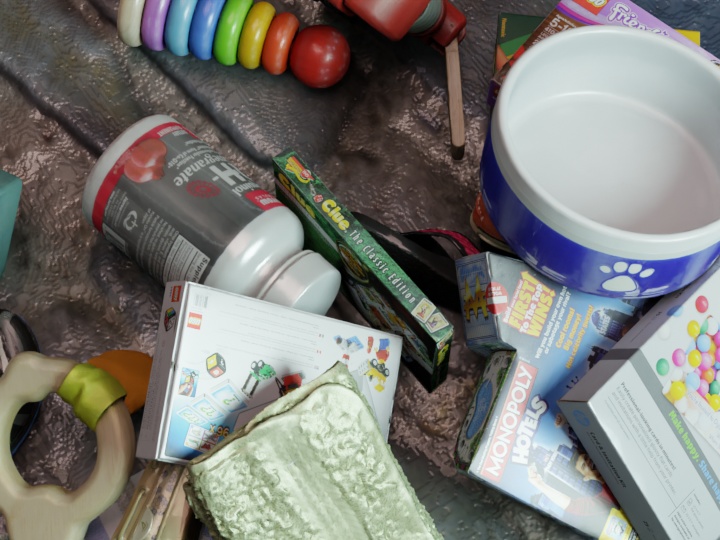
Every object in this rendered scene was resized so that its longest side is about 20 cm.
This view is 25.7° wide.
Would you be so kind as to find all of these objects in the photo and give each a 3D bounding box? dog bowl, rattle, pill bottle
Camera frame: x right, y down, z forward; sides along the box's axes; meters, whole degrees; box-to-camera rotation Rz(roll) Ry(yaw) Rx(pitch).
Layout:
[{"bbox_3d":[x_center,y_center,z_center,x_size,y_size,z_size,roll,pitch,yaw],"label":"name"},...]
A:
[{"bbox_3d":[0.190,-0.081,1.164,0.199,0.079,0.201,5,55,-7],"label":"dog bowl"},{"bbox_3d":[-0.229,0.161,1.197,0.129,0.143,0.201,10,94,-4],"label":"rattle"},{"bbox_3d":[-0.115,-0.025,1.251,0.200,0.111,0.111,38,71,17],"label":"pill bottle"}]

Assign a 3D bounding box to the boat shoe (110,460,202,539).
[{"bbox_3d":[-0.141,0.144,1.170,0.062,0.073,0.201,11,64,8],"label":"boat shoe"}]

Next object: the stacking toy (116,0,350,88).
[{"bbox_3d":[-0.103,-0.210,1.359,0.199,0.085,0.086,17,66,4],"label":"stacking toy"}]

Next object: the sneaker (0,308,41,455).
[{"bbox_3d":[-0.299,0.118,1.200,0.070,0.083,0.201,14,65,12],"label":"sneaker"}]

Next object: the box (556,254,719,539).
[{"bbox_3d":[0.255,0.096,1.170,0.200,0.041,0.156,-40,108,-27],"label":"box"}]

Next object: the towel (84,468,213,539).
[{"bbox_3d":[-0.121,0.203,1.192,0.199,0.024,0.147,-28,67,-12],"label":"towel"}]

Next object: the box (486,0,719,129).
[{"bbox_3d":[0.221,-0.135,1.274,0.200,0.039,0.137,36,68,13],"label":"box"}]

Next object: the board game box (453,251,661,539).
[{"bbox_3d":[0.144,0.080,1.181,0.199,0.062,0.201,29,74,-16],"label":"board game box"}]

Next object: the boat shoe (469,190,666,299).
[{"bbox_3d":[0.182,-0.019,1.225,0.199,0.063,0.071,21,58,-5],"label":"boat shoe"}]

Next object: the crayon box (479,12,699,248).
[{"bbox_3d":[0.192,-0.111,1.316,0.171,0.058,0.201,5,65,3],"label":"crayon box"}]

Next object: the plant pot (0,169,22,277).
[{"bbox_3d":[-0.353,-0.021,1.203,0.141,0.142,0.200,23,26,11],"label":"plant pot"}]

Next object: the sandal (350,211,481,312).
[{"bbox_3d":[0.078,0.000,1.261,0.199,0.075,0.045,25,69,4],"label":"sandal"}]

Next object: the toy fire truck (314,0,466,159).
[{"bbox_3d":[0.037,-0.205,1.310,0.200,0.176,0.129,40,98,11],"label":"toy fire truck"}]

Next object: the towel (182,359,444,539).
[{"bbox_3d":[-0.028,0.179,1.129,0.148,0.201,0.036,-34,25,-14],"label":"towel"}]

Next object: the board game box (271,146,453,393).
[{"bbox_3d":[0.000,0.000,1.241,0.023,0.105,0.200,-36,70,-14],"label":"board game box"}]

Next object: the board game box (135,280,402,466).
[{"bbox_3d":[-0.062,0.090,1.156,0.199,0.035,0.127,16,79,-36],"label":"board game box"}]
